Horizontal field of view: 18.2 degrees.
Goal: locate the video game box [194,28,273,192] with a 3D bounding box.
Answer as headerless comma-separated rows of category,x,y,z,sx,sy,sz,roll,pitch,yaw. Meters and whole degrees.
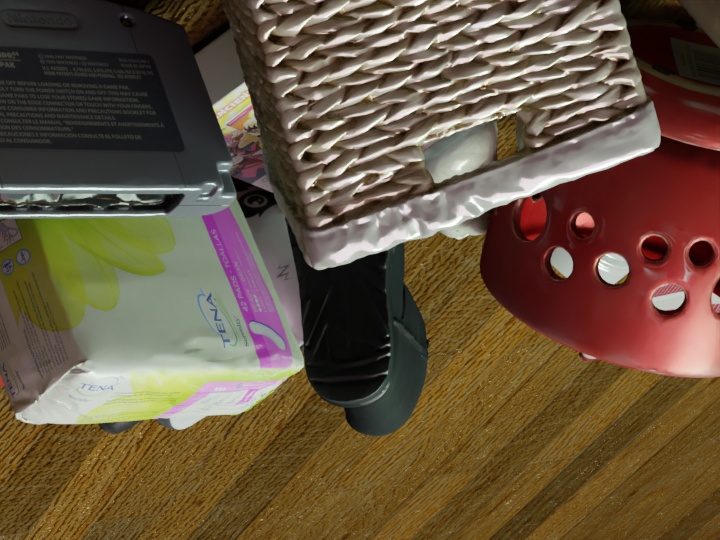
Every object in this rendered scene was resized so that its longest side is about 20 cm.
video game box,-0.011,-0.124,1.411,0.200,0.047,0.182,-34,156,21

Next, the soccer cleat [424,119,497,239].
soccer cleat,0.067,-0.061,1.488,0.069,0.078,0.200,-34,180,-4

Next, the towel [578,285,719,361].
towel,0.293,0.019,1.984,0.144,0.023,0.200,-8,151,-29

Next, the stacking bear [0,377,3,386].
stacking bear,-0.292,0.052,1.426,0.199,0.122,0.114,-14,157,-21

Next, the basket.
basket,0.030,-0.124,1.206,0.198,0.200,0.161,-20,110,-4

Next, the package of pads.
package of pads,-0.135,0.011,1.295,0.068,0.155,0.200,-36,157,32

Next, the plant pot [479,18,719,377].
plant pot,0.191,-0.055,1.445,0.200,0.200,0.183,-5,119,-34

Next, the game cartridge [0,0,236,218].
game cartridge,-0.170,-0.092,1.232,0.200,0.133,0.042,-1,147,-40

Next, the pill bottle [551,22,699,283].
pill bottle,0.217,-0.077,1.612,0.119,0.120,0.200,3,145,-44

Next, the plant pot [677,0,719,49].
plant pot,0.261,-0.197,1.351,0.200,0.175,0.200,-18,154,-9

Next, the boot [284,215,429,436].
boot,0.000,0.000,1.435,0.076,0.201,0.168,-2,171,6

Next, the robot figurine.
robot figurine,-0.107,0.026,1.527,0.200,0.151,0.125,-32,143,9
